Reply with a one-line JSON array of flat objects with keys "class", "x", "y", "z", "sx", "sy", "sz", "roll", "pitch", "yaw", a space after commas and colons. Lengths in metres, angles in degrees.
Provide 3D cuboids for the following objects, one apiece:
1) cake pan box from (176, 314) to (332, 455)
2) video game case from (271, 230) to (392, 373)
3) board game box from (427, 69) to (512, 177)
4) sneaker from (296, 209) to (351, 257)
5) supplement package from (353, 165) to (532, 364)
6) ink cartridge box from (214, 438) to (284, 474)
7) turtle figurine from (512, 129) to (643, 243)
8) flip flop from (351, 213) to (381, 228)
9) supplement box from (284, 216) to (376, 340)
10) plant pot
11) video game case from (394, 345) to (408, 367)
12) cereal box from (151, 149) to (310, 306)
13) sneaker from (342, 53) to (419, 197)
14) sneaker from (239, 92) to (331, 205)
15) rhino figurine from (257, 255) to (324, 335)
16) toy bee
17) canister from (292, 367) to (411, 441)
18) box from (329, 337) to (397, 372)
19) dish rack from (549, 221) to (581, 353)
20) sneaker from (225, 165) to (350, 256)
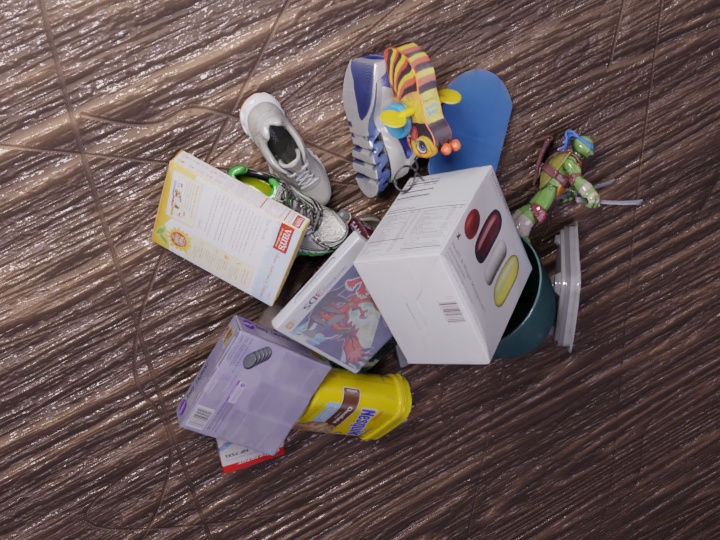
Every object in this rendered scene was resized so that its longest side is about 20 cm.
[{"class": "cake pan box", "x": -0.169, "y": 0.190, "z": 1.210, "sx": 0.182, "sy": 0.052, "sz": 0.202, "roll": 25, "pitch": 105, "yaw": -31}, {"class": "video game case", "x": -0.008, "y": 0.055, "z": 1.139, "sx": 0.182, "sy": 0.023, "sz": 0.199, "roll": -46, "pitch": 135, "yaw": 10}, {"class": "board game box", "x": 0.158, "y": -0.208, "z": 1.178, "sx": 0.156, "sy": 0.039, "sz": 0.204, "roll": 5, "pitch": 101, "yaw": -42}, {"class": "sneaker", "x": -0.106, "y": -0.058, "z": 1.135, "sx": 0.197, "sy": 0.079, "sz": 0.078, "roll": -20, "pitch": 173, "yaw": -18}, {"class": "supplement package", "x": 0.125, "y": -0.007, "z": 1.087, "sx": 0.201, "sy": 0.145, "sz": 0.193, "roll": -56, "pitch": 128, "yaw": -39}, {"class": "ink cartridge box", "x": -0.198, "y": 0.274, "z": 1.325, "sx": 0.114, "sy": 0.068, "sz": 0.203, "roll": -15, "pitch": 128, "yaw": -16}, {"class": "turtle figurine", "x": 0.350, "y": -0.112, "z": 1.282, "sx": 0.194, "sy": 0.145, "sz": 0.199, "roll": -44, "pitch": 126, "yaw": 13}, {"class": "flip flop", "x": 0.000, "y": 0.000, "z": 1.240, "sx": 0.080, "sy": 0.058, "sz": 0.203, "roll": 0, "pitch": 122, "yaw": -26}, {"class": "supplement box", "x": -0.023, "y": 0.028, "z": 1.168, "sx": 0.108, "sy": 0.061, "sz": 0.201, "roll": 26, "pitch": 109, "yaw": -41}, {"class": "plant pot", "x": 0.239, "y": 0.055, "z": 1.286, "sx": 0.201, "sy": 0.201, "sz": 0.160, "roll": -45, "pitch": 140, "yaw": 9}, {"class": "video game case", "x": 0.133, "y": 0.066, "z": 1.375, "sx": 0.179, "sy": 0.024, "sz": 0.203, "roll": -23, "pitch": 129, "yaw": -11}, {"class": "cereal box", "x": -0.179, "y": -0.055, "z": 1.037, "sx": 0.197, "sy": 0.040, "sz": 0.145, "roll": 28, "pitch": 128, "yaw": 0}, {"class": "sneaker", "x": 0.044, "y": -0.217, "z": 1.107, "sx": 0.114, "sy": 0.080, "sz": 0.203, "roll": -23, "pitch": 124, "yaw": -29}, {"class": "sneaker", "x": -0.096, "y": -0.148, "z": 1.066, "sx": 0.075, "sy": 0.092, "sz": 0.201, "roll": -37, "pitch": 131, "yaw": 2}, {"class": "rhino figurine", "x": -0.097, "y": 0.039, "z": 1.218, "sx": 0.086, "sy": 0.060, "sz": 0.202, "roll": 20, "pitch": 110, "yaw": -33}, {"class": "toy bee", "x": 0.092, "y": -0.201, "z": 1.025, "sx": 0.131, "sy": 0.108, "sz": 0.201, "roll": -46, "pitch": 131, "yaw": -18}, {"class": "canister", "x": -0.030, "y": 0.234, "z": 1.348, "sx": 0.197, "sy": 0.088, "sz": 0.148, "roll": 14, "pitch": 140, "yaw": -33}, {"class": "box", "x": 0.013, "y": 0.098, "z": 1.294, "sx": 0.143, "sy": 0.037, "sz": 0.200, "roll": 21, "pitch": 126, "yaw": -41}, {"class": "dish rack", "x": 0.366, "y": 0.027, "z": 1.373, "sx": 0.043, "sy": 0.202, "sz": 0.174, "roll": 4, "pitch": 128, "yaw": 12}, {"class": "sneaker", "x": -0.105, "y": -0.081, "z": 1.059, "sx": 0.197, "sy": 0.085, "sz": 0.079, "roll": 22, "pitch": 75, "yaw": -9}]
